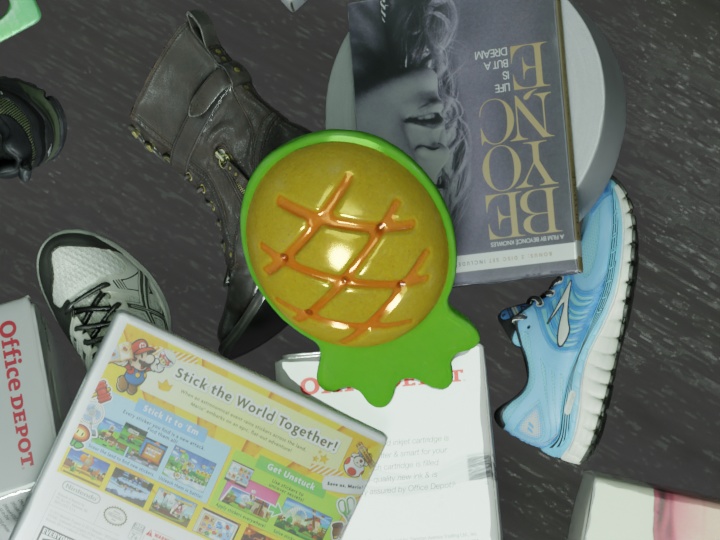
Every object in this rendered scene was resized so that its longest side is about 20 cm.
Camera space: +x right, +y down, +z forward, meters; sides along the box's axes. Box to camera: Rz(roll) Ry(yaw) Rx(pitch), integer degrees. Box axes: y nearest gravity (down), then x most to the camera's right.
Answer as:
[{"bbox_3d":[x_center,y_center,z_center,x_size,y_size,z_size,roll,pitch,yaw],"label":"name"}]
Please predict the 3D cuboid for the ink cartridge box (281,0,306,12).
[{"bbox_3d":[-0.046,-0.324,1.499,0.200,0.041,0.200,-44,86,-1],"label":"ink cartridge box"}]

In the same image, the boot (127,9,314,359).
[{"bbox_3d":[-0.098,-0.059,1.469,0.174,0.069,0.201,38,119,23],"label":"boot"}]

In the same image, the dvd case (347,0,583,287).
[{"bbox_3d":[0.068,-0.090,1.400,0.147,0.016,0.202,-6,84,20],"label":"dvd case"}]

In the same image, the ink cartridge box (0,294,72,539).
[{"bbox_3d":[-0.296,0.123,1.437,0.198,0.084,0.146,-16,59,2],"label":"ink cartridge box"}]

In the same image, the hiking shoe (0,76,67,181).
[{"bbox_3d":[-0.307,-0.115,1.459,0.198,0.101,0.076,15,111,3],"label":"hiking shoe"}]

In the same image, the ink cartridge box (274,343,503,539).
[{"bbox_3d":[0.023,0.153,1.446,0.145,0.083,0.202,-5,87,2],"label":"ink cartridge box"}]

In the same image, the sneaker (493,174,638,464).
[{"bbox_3d":[0.140,0.027,1.453,0.089,0.078,0.202,13,84,10],"label":"sneaker"}]

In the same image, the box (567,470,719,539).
[{"bbox_3d":[0.238,0.208,1.411,0.198,0.128,0.110,12,87,3],"label":"box"}]

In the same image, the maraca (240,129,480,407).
[{"bbox_3d":[0.000,0.000,1.357,0.136,0.107,0.201,-16,116,16],"label":"maraca"}]

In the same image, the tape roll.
[{"bbox_3d":[0.079,-0.108,1.440,0.199,0.066,0.202,-2,85,22],"label":"tape roll"}]

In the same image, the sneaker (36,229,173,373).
[{"bbox_3d":[-0.160,0.054,1.458,0.075,0.088,0.201,-34,84,2],"label":"sneaker"}]

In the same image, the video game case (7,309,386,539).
[{"bbox_3d":[-0.108,0.149,1.374,0.199,0.023,0.183,26,89,-12],"label":"video game case"}]

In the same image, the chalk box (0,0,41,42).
[{"bbox_3d":[-0.293,-0.252,1.463,0.124,0.124,0.201,-27,86,1],"label":"chalk box"}]
